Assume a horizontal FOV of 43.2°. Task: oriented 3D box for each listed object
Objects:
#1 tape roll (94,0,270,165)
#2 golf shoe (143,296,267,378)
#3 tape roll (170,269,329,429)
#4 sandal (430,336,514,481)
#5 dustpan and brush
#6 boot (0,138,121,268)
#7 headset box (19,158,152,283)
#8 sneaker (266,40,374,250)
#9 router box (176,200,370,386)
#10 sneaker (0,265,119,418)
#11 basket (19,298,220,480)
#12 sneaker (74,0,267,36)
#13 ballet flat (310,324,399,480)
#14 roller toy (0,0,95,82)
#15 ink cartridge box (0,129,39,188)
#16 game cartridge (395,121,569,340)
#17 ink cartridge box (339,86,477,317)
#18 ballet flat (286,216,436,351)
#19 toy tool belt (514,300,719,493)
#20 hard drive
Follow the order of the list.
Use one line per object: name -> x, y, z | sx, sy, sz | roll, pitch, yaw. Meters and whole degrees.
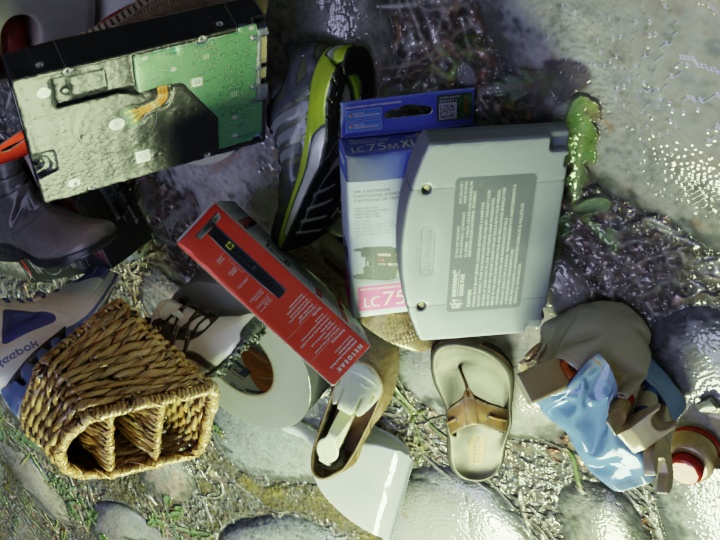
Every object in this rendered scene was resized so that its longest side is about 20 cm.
tape roll -> -0.178, -0.200, 0.887 | 0.203, 0.037, 0.203 | 20, 132, 24
golf shoe -> -0.180, 0.070, 0.966 | 0.200, 0.078, 0.095 | -24, 105, 44
tape roll -> -0.122, 0.082, 1.034 | 0.200, 0.066, 0.201 | 20, 132, 24
sandal -> 0.110, 0.146, 0.898 | 0.082, 0.055, 0.200 | 1, 126, 7
dustpan and brush -> -0.032, 0.221, 1.088 | 0.200, 0.057, 0.140 | 21, 120, 15
boot -> -0.357, -0.076, 0.985 | 0.200, 0.070, 0.132 | 0, 116, 32
headset box -> -0.351, -0.073, 1.083 | 0.200, 0.075, 0.149 | -9, 116, 41
sneaker -> -0.048, -0.113, 0.821 | 0.081, 0.074, 0.200 | 30, 115, 32
router box -> -0.077, 0.012, 0.850 | 0.179, 0.049, 0.200 | 43, -179, -5
sneaker -> -0.354, 0.052, 0.982 | 0.115, 0.200, 0.081 | 31, 136, -5
basket -> -0.249, 0.155, 0.936 | 0.149, 0.143, 0.200 | 40, 146, 8
sneaker -> -0.170, -0.215, 0.807 | 0.200, 0.113, 0.071 | -19, 109, 11
ballet flat -> -0.012, 0.148, 0.967 | 0.068, 0.072, 0.200 | 28, 121, 10
roller toy -> -0.346, -0.275, 0.875 | 0.182, 0.140, 0.200 | 18, 123, 43
ink cartridge box -> -0.262, -0.120, 0.855 | 0.200, 0.174, 0.044 | -16, 103, 43
game cartridge -> 0.096, -0.029, 0.759 | 0.133, 0.042, 0.200 | -1, 127, -2
ink cartridge box -> 0.044, -0.053, 0.782 | 0.119, 0.042, 0.200 | -7, 123, -7
ballet flat -> 0.000, 0.000, 0.878 | 0.200, 0.071, 0.065 | 37, 140, 7
toy tool belt -> 0.218, 0.132, 0.775 | 0.200, 0.123, 0.125 | 47, 137, -3
hard drive -> -0.173, -0.138, 0.737 | 0.038, 0.200, 0.140 | 60, 159, 29
